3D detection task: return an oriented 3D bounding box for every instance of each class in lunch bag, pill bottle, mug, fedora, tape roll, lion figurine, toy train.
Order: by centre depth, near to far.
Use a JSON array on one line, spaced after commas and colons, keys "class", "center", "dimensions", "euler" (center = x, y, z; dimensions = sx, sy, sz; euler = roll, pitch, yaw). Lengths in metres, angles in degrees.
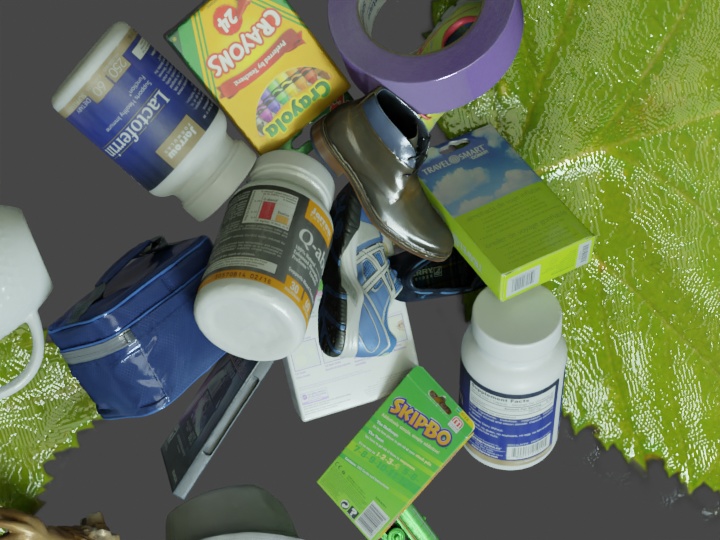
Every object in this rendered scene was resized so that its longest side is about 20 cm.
[{"class": "pill bottle", "center": [-0.091, -0.019, 1.448], "dimensions": [0.115, 0.116, 0.202], "euler": [27, 50, -15]}, {"class": "mug", "center": [-0.399, 0.036, 1.451], "dimensions": [0.174, 0.148, 0.202], "euler": [-24, 91, -11]}, {"class": "pill bottle", "center": [-0.210, -0.150, 1.477], "dimensions": [0.200, 0.116, 0.116], "euler": [41, 90, -15]}, {"class": "tape roll", "center": [0.068, -0.266, 1.479], "dimensions": [0.197, 0.066, 0.203], "euler": [-5, 67, 11]}, {"class": "lunch bag", "center": [-0.214, 0.045, 1.480], "dimensions": [0.200, 0.135, 0.133], "euler": [-43, 111, -39]}, {"class": "lion figurine", "center": [-0.345, 0.286, 1.512], "dimensions": [0.121, 0.200, 0.074], "euler": [1, 78, 18]}, {"class": "pill bottle", "center": [0.165, 0.113, 1.550], "dimensions": [0.114, 0.116, 0.202], "euler": [-11, 136, -9]}, {"class": "fedora", "center": [-0.138, 0.295, 1.570], "dimensions": [0.198, 0.177, 0.091], "euler": [5, 56, -29]}, {"class": "toy train", "center": [0.077, 0.334, 1.664], "dimensions": [0.056, 0.042, 0.201], "euler": [-39, 105, -13]}]

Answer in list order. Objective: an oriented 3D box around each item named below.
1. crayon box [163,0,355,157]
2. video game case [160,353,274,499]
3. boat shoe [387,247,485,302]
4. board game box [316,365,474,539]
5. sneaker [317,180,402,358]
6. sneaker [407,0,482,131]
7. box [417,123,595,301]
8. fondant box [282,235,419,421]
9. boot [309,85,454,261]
[{"class": "crayon box", "center": [-0.100, -0.211, 1.522], "dimensions": [0.127, 0.051, 0.201], "euler": [-41, 106, -2]}, {"class": "video game case", "center": [-0.148, 0.135, 1.527], "dimensions": [0.019, 0.143, 0.201], "euler": [32, 93, -17]}, {"class": "boat shoe", "center": [0.113, 0.001, 1.566], "dimensions": [0.198, 0.068, 0.085], "euler": [-23, 105, -31]}, {"class": "board game box", "center": [0.041, 0.202, 1.579], "dimensions": [0.096, 0.030, 0.201], "euler": [46, 119, 14]}, {"class": "sneaker", "center": [0.000, 0.000, 1.496], "dimensions": [0.076, 0.076, 0.203], "euler": [12, 68, -24]}, {"class": "sneaker", "center": [0.081, -0.210, 1.538], "dimensions": [0.078, 0.090, 0.201], "euler": [33, 93, -16]}, {"class": "box", "center": [0.146, -0.066, 1.537], "dimensions": [0.121, 0.201, 0.048], "euler": [-22, 141, -20]}, {"class": "fondant box", "center": [-0.024, 0.048, 1.581], "dimensions": [0.142, 0.058, 0.203], "euler": [-15, 104, -9]}, {"class": "boot", "center": [0.044, -0.098, 1.466], "dimensions": [0.200, 0.075, 0.097], "euler": [44, 133, -13]}]
